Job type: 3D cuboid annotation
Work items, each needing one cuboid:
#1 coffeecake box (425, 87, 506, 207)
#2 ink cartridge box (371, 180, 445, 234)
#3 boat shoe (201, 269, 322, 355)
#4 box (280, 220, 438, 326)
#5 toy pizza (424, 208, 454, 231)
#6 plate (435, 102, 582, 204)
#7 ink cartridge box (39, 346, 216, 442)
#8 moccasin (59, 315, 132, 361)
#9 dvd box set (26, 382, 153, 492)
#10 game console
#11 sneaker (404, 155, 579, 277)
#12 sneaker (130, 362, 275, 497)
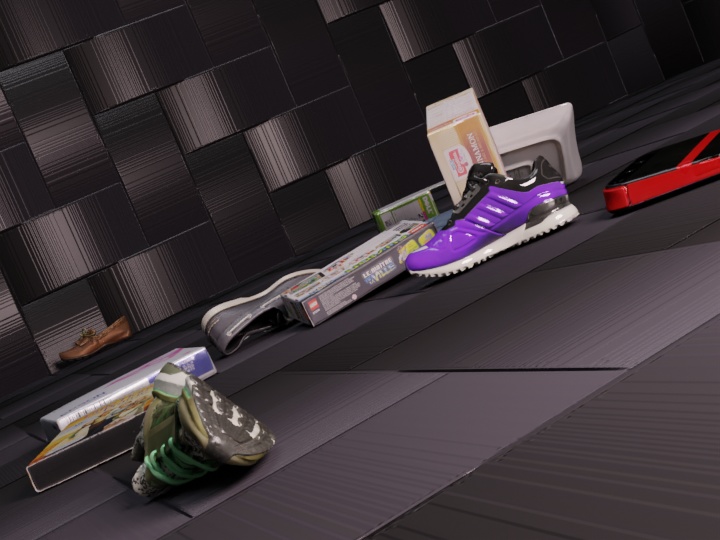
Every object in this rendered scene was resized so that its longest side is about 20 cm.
[{"bbox_3d":[0.142,-0.133,1.361,0.072,0.155,0.200,-21,16,10],"label":"coffeecake box"},{"bbox_3d":[0.122,-0.102,1.803,0.197,0.077,0.148,-23,4,1],"label":"ink cartridge box"},{"bbox_3d":[-0.113,0.061,1.449,0.197,0.073,0.063,-21,46,-19],"label":"boat shoe"},{"bbox_3d":[0.000,0.000,1.367,0.198,0.035,0.110,-31,13,-14],"label":"box"},{"bbox_3d":[0.097,-0.042,1.519,0.198,0.032,0.200,-26,9,4],"label":"toy pizza"},{"bbox_3d":[0.217,-0.146,1.529,0.197,0.033,0.200,-16,-27,9],"label":"plate"},{"bbox_3d":[-0.294,0.153,1.326,0.194,0.044,0.199,-27,7,-25],"label":"ink cartridge box"},{"bbox_3d":[-0.707,0.182,2.854,0.199,0.079,0.074,-26,5,-14],"label":"moccasin"},{"bbox_3d":[-0.249,0.158,1.101,0.144,0.030,0.200,-25,5,-1],"label":"dvd box set"},{"bbox_3d":[0.349,-0.113,1.102,0.175,0.032,0.200,-16,9,31],"label":"game console"},{"bbox_3d":[0.131,-0.065,1.184,0.197,0.101,0.070,-23,3,7],"label":"sneaker"},{"bbox_3d":[-0.119,0.125,0.746,0.089,0.076,0.200,-57,14,-10],"label":"sneaker"}]
